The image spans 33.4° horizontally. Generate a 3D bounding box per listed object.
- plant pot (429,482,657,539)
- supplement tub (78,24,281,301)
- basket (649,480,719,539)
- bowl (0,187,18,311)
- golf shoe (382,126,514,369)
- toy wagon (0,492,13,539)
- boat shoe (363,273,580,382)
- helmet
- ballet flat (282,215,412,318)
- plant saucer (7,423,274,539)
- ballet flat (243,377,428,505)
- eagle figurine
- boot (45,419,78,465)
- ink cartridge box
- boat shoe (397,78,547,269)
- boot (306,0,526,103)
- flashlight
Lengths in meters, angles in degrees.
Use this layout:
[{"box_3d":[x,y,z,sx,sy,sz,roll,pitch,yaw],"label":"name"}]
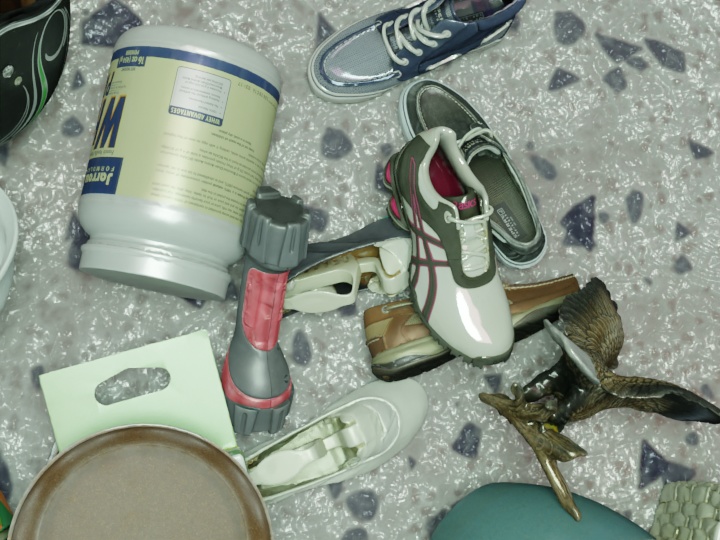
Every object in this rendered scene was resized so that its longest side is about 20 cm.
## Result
[{"box_3d":[0.130,0.253,0.980,0.200,0.200,0.135,-42,56,-9],"label":"plant pot"},{"box_3d":[-0.151,-0.086,0.993,0.144,0.145,0.201,12,82,-5],"label":"supplement tub"},{"box_3d":[0.316,0.247,0.984,0.123,0.200,0.136,17,82,1],"label":"basket"},{"box_3d":[-0.364,0.014,0.966,0.200,0.091,0.202,-2,49,2],"label":"bowl"},{"box_3d":[0.076,-0.019,0.975,0.077,0.088,0.201,-17,77,-22],"label":"golf shoe"},{"box_3d":[-0.317,0.172,0.932,0.040,0.155,0.200,-39,90,-9],"label":"toy wagon"},{"box_3d":[0.095,0.033,1.044,0.199,0.076,0.074,-17,74,-15],"label":"boat shoe"},{"box_3d":[-0.333,-0.183,0.962,0.199,0.191,0.201,19,45,-21],"label":"helmet"},{"box_3d":[0.000,0.000,1.037,0.199,0.073,0.074,-14,85,-5],"label":"ballet flat"},{"box_3d":[-0.166,0.214,0.911,0.199,0.032,0.202,0,92,-10],"label":"plant saucer"},{"box_3d":[-0.027,0.151,1.020,0.199,0.069,0.070,-24,87,-9],"label":"ballet flat"},{"box_3d":[0.200,0.091,0.986,0.199,0.151,0.153,-21,99,-28],"label":"eagle figurine"},{"box_3d":[-0.170,0.220,0.998,0.199,0.064,0.188,11,90,-4],"label":"boot"},{"box_3d":[-0.163,0.163,0.951,0.145,0.048,0.201,-15,94,-9],"label":"ink cartridge box"},{"box_3d":[0.104,-0.096,1.050,0.072,0.071,0.200,-34,76,-9],"label":"boat shoe"},{"box_3d":[0.047,-0.212,1.058,0.199,0.090,0.073,-24,87,-9],"label":"boot"},{"box_3d":[-0.076,0.038,0.974,0.067,0.068,0.201,17,121,8],"label":"flashlight"}]
